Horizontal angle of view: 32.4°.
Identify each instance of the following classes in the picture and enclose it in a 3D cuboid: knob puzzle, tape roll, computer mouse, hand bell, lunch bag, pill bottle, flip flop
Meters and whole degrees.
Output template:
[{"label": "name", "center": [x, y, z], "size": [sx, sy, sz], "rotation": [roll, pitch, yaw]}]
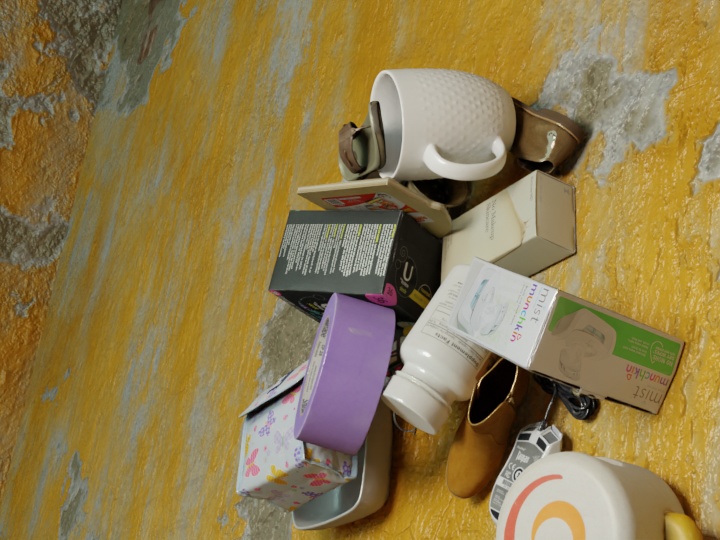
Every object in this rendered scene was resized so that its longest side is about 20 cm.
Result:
[{"label": "knob puzzle", "center": [0.042, -0.088, 1.705], "size": [0.219, 0.218, 0.031], "rotation": [-11, 62, 57]}, {"label": "tape roll", "center": [-0.022, 0.137, 1.641], "size": [0.200, 0.084, 0.202], "rotation": [-164, 90, -84]}, {"label": "computer mouse", "center": [0.218, 0.223, 1.507], "size": [0.109, 0.044, 0.202], "rotation": [20, 85, 56]}, {"label": "hand bell", "center": [0.072, -0.075, 1.810], "size": [0.200, 0.103, 0.105], "rotation": [124, 150, -46]}, {"label": "lunch bag", "center": [-0.093, 0.225, 1.802], "size": [0.169, 0.126, 0.202], "rotation": [-32, 41, 41]}, {"label": "pill bottle", "center": [0.115, 0.103, 1.587], "size": [0.201, 0.114, 0.114], "rotation": [-55, 26, -15]}, {"label": "flip flop", "center": [-0.008, -0.170, 1.690], "size": [0.200, 0.057, 0.082], "rotation": [146, 119, -71]}]

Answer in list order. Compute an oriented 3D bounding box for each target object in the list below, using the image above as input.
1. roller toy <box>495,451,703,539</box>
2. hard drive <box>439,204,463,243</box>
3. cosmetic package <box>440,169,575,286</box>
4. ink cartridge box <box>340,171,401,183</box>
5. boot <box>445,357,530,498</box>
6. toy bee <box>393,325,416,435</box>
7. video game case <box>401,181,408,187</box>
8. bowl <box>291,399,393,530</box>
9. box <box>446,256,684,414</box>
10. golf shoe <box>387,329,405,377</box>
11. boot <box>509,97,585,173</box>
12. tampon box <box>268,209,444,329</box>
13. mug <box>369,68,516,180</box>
[{"label": "roller toy", "center": [0.250, 0.288, 1.311], "size": [0.201, 0.139, 0.183], "rotation": [-52, 44, 24]}, {"label": "hard drive", "center": [0.081, -0.065, 1.919], "size": [0.199, 0.038, 0.141], "rotation": [4, 76, 61]}, {"label": "cosmetic package", "center": [0.197, -0.043, 1.673], "size": [0.200, 0.072, 0.105], "rotation": [-33, 45, 48]}, {"label": "ink cartridge box", "center": [0.014, -0.135, 1.884], "size": [0.118, 0.067, 0.200], "rotation": [-60, 7, 12]}, {"label": "boot", "center": [0.148, 0.194, 1.538], "size": [0.070, 0.144, 0.203], "rotation": [27, 93, 17]}, {"label": "toy bee", "center": [0.107, 0.142, 1.676], "size": [0.130, 0.109, 0.202], "rotation": [16, 97, 17]}, {"label": "video game case", "center": [0.101, -0.196, 1.915], "size": [0.181, 0.022, 0.202], "rotation": [10, 78, 61]}, {"label": "bowl", "center": [-0.019, 0.284, 1.838], "size": [0.199, 0.074, 0.202], "rotation": [-30, 49, 49]}, {"label": "box", "center": [0.231, 0.076, 1.413], "size": [0.176, 0.198, 0.098], "rotation": [24, 93, 62]}, {"label": "golf shoe", "center": [0.066, 0.090, 1.801], "size": [0.200, 0.087, 0.078], "rotation": [-42, 38, 39]}, {"label": "boot", "center": [0.221, -0.187, 1.707], "size": [0.076, 0.073, 0.200], "rotation": [-55, 31, -3]}, {"label": "tampon box", "center": [0.000, 0.000, 1.749], "size": [0.198, 0.150, 0.128], "rotation": [2, 70, 35]}, {"label": "mug", "center": [0.122, -0.184, 1.660], "size": [0.201, 0.173, 0.149], "rotation": [-115, 27, -49]}]
